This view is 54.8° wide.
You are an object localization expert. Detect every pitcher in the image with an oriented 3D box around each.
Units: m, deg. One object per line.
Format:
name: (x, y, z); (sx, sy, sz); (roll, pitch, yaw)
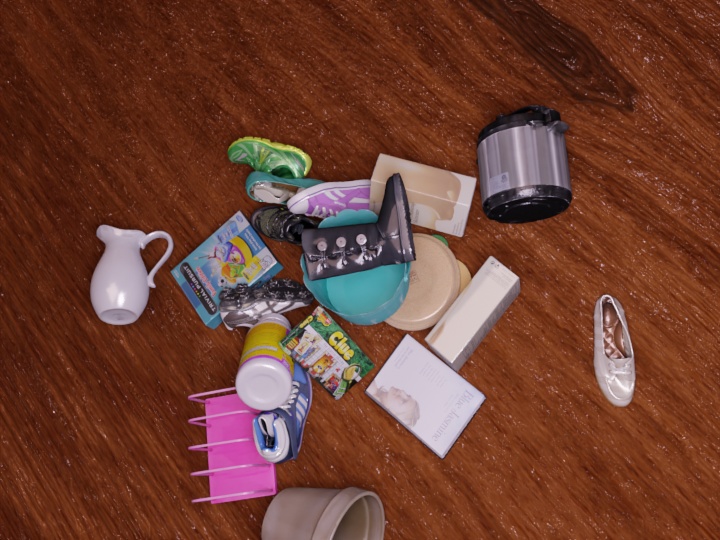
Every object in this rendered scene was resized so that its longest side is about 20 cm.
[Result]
pitcher: (-0.490, 0.005, 1.496); (0.167, 0.122, 0.205); (-4, 62, -4)

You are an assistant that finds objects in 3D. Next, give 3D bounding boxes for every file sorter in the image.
file sorter: (-0.251, 0.334, 1.333); (0.135, 0.126, 0.205); (-11, 73, 10)

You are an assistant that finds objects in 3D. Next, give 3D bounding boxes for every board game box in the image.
board game box: (-0.059, 0.158, 1.304); (0.105, 0.201, 0.023); (-43, 41, -3)
board game box: (-0.284, -0.002, 1.475); (0.199, 0.047, 0.152); (-41, 70, 0)

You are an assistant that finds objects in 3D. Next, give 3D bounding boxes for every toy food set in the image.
toy food set: (0.106, 0.018, 1.375); (0.199, 0.049, 0.199); (-40, 70, 1)

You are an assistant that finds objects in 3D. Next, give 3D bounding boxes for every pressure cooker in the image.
pressure cooker: (0.309, -0.208, 1.318); (0.171, 0.179, 0.206); (-6, 76, 8)

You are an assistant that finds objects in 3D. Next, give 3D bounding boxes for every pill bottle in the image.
pill bottle: (-0.173, 0.163, 1.313); (0.101, 0.201, 0.107); (0, 117, -1)

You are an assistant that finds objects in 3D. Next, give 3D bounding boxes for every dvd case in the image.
dvd case: (0.122, 0.238, 1.327); (0.199, 0.018, 0.144); (37, 85, 19)

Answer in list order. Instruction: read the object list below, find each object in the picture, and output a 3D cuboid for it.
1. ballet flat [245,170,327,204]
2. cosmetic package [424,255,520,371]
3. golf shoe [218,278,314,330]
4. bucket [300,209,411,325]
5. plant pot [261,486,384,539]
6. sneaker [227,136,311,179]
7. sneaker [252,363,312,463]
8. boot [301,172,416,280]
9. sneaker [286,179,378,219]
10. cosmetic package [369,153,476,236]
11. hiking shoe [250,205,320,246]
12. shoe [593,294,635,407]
ballet flat: (-0.149, -0.157, 1.458); (0.194, 0.068, 0.071); (11, 44, 3)
cosmetic package: (0.212, 0.083, 1.303); (0.071, 0.105, 0.201); (38, 84, 21)
golf shoe: (-0.191, 0.075, 1.426); (0.194, 0.097, 0.078); (-3, 31, -8)
bucket: (0.000, 0.000, 1.308); (0.201, 0.135, 0.213); (-3, 74, 12)
plant pot: (-0.076, 0.469, 1.236); (0.170, 0.199, 0.205); (10, 76, 33)
sneaker: (-0.205, -0.234, 1.506); (0.195, 0.074, 0.086); (12, 74, 16)
sneaker: (-0.150, 0.260, 1.317); (0.078, 0.147, 0.206); (2, 75, 13)
boot: (-0.010, -0.076, 1.231); (0.195, 0.066, 0.169); (-11, 71, 14)
sneaker: (-0.046, -0.115, 1.404); (0.196, 0.073, 0.117); (-11, 78, -21)
cosmetic package: (0.119, -0.146, 1.359); (0.195, 0.106, 0.072); (15, 58, 9)
hiking shoe: (-0.145, -0.095, 1.434); (0.195, 0.101, 0.078); (15, 85, 15)
shoe: (0.454, 0.142, 1.254); (0.068, 0.053, 0.206); (-7, 73, 11)
